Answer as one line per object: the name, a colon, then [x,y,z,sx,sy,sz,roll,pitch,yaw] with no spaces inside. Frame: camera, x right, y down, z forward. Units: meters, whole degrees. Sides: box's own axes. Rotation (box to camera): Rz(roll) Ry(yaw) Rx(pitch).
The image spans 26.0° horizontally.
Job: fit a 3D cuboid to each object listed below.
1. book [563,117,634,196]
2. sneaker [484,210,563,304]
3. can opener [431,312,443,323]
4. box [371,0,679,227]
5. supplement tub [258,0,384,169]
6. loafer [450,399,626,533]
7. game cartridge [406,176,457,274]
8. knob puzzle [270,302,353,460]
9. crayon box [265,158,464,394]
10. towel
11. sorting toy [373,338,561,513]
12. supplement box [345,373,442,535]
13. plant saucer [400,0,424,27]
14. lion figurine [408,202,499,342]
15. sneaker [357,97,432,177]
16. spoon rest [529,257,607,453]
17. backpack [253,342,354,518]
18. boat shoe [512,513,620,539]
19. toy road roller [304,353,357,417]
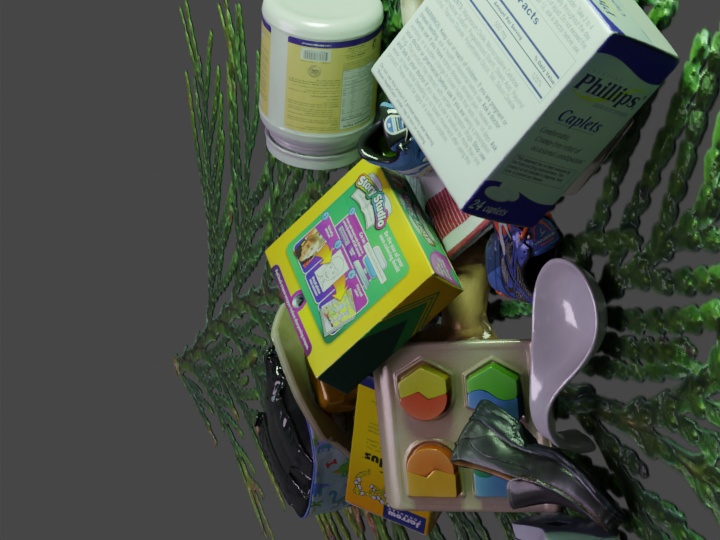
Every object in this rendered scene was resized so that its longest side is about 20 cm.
book: [0.174,-0.185,1.426,0.134,0.048,0.200,115,142,-62]
sneaker: [0.159,-0.050,1.492,0.078,0.075,0.200,35,149,48]
can opener: [0.054,0.010,1.838,0.200,0.053,0.067,-154,55,-65]
box: [0.135,-0.172,1.314,0.200,0.105,0.184,-50,51,27]
supplement tub: [-0.049,-0.237,1.872,0.145,0.145,0.200,-123,30,-48]
loafer: [0.171,0.204,1.513,0.200,0.072,0.073,33,172,44]
game cartridge: [0.079,-0.086,1.752,0.133,0.040,0.200,-134,38,-52]
knob puzzle: [-0.067,0.124,1.912,0.220,0.030,0.220,58,-160,-35]
crayon box: [0.000,0.000,1.655,0.172,0.058,0.200,-42,45,18]
towel: [0.100,-0.131,1.620,0.144,0.023,0.200,-42,57,44]
sorting toy: [0.106,0.165,1.619,0.036,0.200,0.186,-28,-65,-64]
supplement box: [0.060,0.178,1.756,0.109,0.109,0.200,20,129,18]
plant saucer: [0.093,-0.302,1.572,0.200,0.032,0.201,-179,90,-67]
lion figurine: [0.112,0.032,1.654,0.122,0.072,0.201,7,101,32]
sneaker: [0.071,-0.144,1.567,0.200,0.089,0.079,-28,69,48]
spoon rest: [0.193,0.084,1.470,0.099,0.060,0.200,34,133,53]
backpack: [-0.045,0.216,2.073,0.200,0.147,0.183,-114,25,-44]
boat shoe: [0.203,0.292,1.528,0.202,0.074,0.086,167,93,-73]
toy road roller: [-0.001,0.126,1.909,0.200,0.146,0.123,124,133,-63]
